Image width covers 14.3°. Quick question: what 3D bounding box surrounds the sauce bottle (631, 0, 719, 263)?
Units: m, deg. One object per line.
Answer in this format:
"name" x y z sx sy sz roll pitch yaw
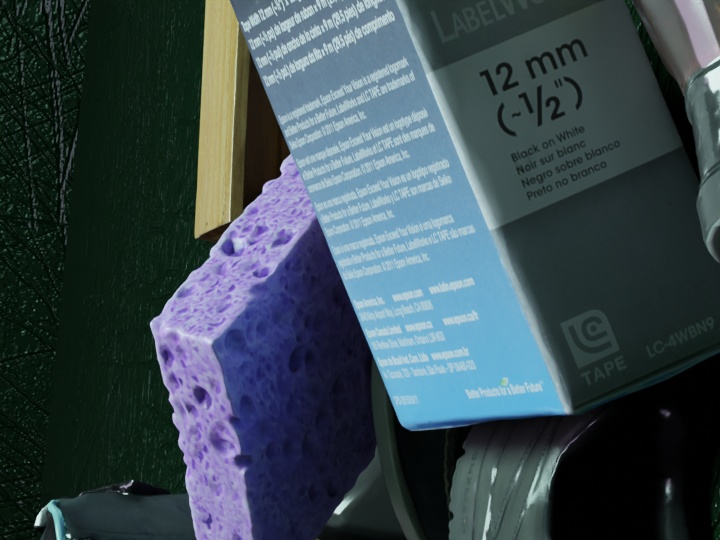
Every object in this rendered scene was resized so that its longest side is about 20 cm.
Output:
"sauce bottle" 0.095 -0.096 0.733 0.066 0.066 0.200 112 156 -56

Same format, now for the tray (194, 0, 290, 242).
"tray" -0.015 -0.105 1.206 0.037 0.098 0.201 -20 63 57

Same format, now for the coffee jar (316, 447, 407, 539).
"coffee jar" 0.000 0.057 1.101 0.200 0.085 0.105 158 118 -79

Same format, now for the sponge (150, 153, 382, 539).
"sponge" 0.000 0.000 0.939 0.200 0.030 0.112 -53 -34 -39

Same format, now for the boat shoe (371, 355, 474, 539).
"boat shoe" 0.049 0.019 0.918 0.068 0.072 0.201 30 124 50

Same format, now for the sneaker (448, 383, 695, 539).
"sneaker" 0.059 0.121 0.808 0.091 0.076 0.201 139 134 -68

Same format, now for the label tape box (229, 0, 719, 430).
"label tape box" 0.021 -0.059 0.793 0.200 0.066 0.143 69 163 -2

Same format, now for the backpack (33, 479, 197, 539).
"backpack" -0.048 0.189 0.984 0.176 0.153 0.201 103 173 -70
